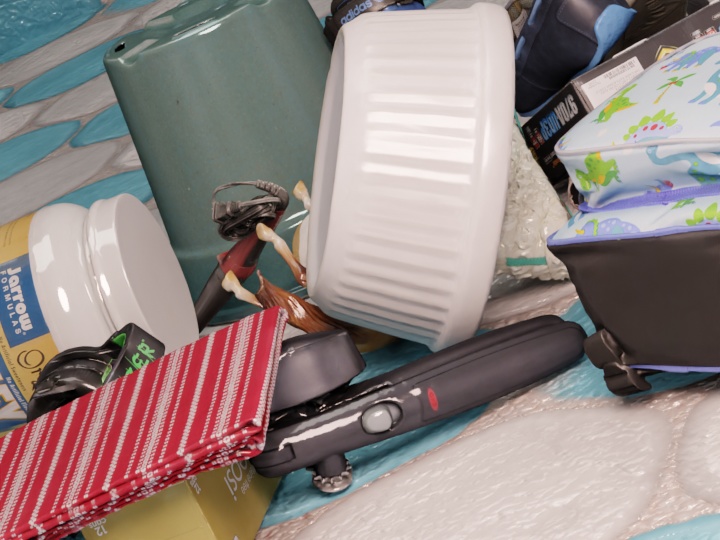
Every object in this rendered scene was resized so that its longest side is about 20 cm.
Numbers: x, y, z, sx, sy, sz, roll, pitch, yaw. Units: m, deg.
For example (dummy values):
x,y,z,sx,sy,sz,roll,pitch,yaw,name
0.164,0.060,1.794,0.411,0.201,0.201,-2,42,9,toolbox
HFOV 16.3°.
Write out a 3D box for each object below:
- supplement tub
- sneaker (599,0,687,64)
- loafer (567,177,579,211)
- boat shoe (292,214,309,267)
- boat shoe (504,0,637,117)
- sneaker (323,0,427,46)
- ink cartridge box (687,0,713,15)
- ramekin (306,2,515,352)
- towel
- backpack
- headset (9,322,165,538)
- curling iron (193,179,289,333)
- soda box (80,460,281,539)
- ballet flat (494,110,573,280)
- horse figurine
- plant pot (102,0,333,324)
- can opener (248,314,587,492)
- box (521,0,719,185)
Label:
x,y,z,sx,sy,sz,roll,pitch,yaw,name
-0.220,0.042,1.643,0.199,0.145,0.145,-22,16,13,supplement tub
0.170,-0.190,1.729,0.075,0.106,0.200,-26,-21,-15,sneaker
0.196,-0.057,1.457,0.071,0.073,0.200,-21,-1,-38,loafer
0.048,-0.046,1.676,0.200,0.071,0.069,-38,26,-28,boat shoe
0.124,-0.159,1.635,0.084,0.069,0.200,-53,3,-20,boat shoe
0.010,-0.144,1.690,0.077,0.112,0.200,-29,3,22,sneaker
0.225,-0.219,1.815,0.199,0.146,0.083,-18,19,25,ink cartridge box
0.025,-0.057,1.437,0.094,0.203,0.202,7,14,-6,ramekin
-0.129,0.093,1.310,0.199,0.023,0.145,-26,21,14,towel
0.210,-0.046,1.266,0.182,0.148,0.200,-6,21,44,backpack
-0.186,0.097,1.471,0.200,0.094,0.124,-45,14,48,headset
-0.090,-0.007,1.657,0.049,0.026,0.200,5,-28,-15,curling iron
-0.089,0.108,1.373,0.067,0.064,0.200,-22,15,17,soda box
0.087,-0.049,1.559,0.071,0.072,0.200,-24,23,3,ballet flat
0.000,0.000,1.552,0.200,0.132,0.050,-47,-18,-55,horse figurine
-0.077,-0.095,1.779,0.199,0.197,0.200,-24,16,7,plant pot
0.029,0.064,1.352,0.199,0.079,0.063,-14,19,-9,can opener
0.188,-0.119,1.619,0.158,0.046,0.200,-29,-3,-12,box
